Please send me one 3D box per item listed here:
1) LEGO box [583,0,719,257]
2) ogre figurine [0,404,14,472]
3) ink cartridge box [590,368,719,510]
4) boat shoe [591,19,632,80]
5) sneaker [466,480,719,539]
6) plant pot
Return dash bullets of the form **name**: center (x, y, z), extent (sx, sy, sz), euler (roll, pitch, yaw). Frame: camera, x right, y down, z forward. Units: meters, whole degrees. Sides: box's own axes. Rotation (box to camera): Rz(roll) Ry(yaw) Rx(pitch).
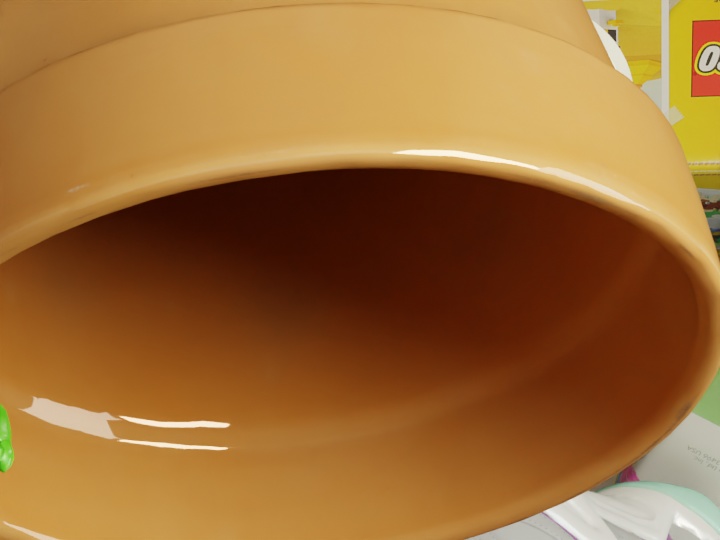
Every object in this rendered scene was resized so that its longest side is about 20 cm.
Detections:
- **LEGO box**: center (0.049, -0.084, 0.926), extent (0.077, 0.199, 0.150), euler (60, 31, -65)
- **ogre figurine**: center (-0.108, 0.090, 0.472), extent (0.200, 0.098, 0.121), euler (-45, 122, -87)
- **ink cartridge box**: center (0.136, 0.078, 0.922), extent (0.200, 0.117, 0.067), euler (-58, -171, 48)
- **boat shoe**: center (0.000, 0.000, 0.796), extent (0.072, 0.200, 0.060), euler (44, 36, -10)
- **sneaker**: center (0.066, 0.125, 0.811), extent (0.200, 0.078, 0.140), euler (25, 37, -39)
- **plant pot**: center (-0.021, -0.030, 0.671), extent (0.200, 0.199, 0.141), euler (67, 13, -58)
